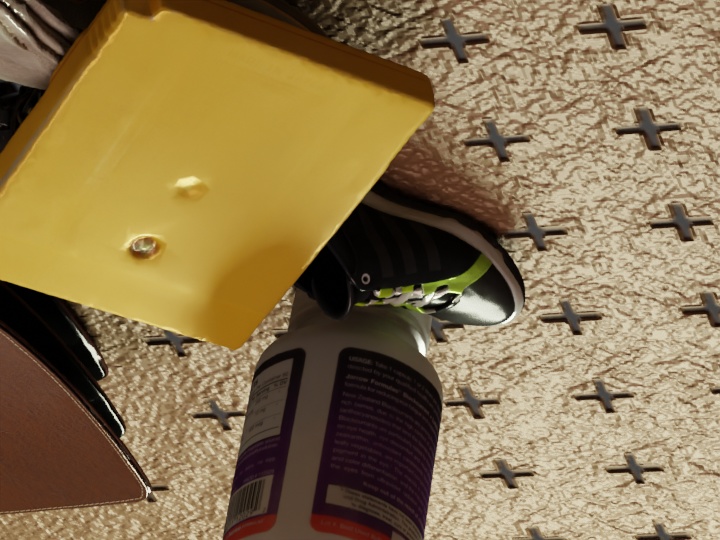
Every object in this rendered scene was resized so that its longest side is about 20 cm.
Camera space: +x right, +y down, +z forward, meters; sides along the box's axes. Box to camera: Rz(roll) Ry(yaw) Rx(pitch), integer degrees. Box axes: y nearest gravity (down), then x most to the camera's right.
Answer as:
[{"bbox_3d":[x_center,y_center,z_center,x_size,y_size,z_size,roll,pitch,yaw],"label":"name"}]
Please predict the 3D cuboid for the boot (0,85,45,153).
[{"bbox_3d":[-0.200,-0.077,1.523,0.150,0.073,0.200,-18,141,36],"label":"boot"}]

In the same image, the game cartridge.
[{"bbox_3d":[-0.087,-0.052,1.444,0.176,0.033,0.200,18,129,-29],"label":"game cartridge"}]

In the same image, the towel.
[{"bbox_3d":[-0.235,-0.138,1.417,0.199,0.035,0.133,13,166,23],"label":"towel"}]

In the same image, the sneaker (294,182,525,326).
[{"bbox_3d":[0.000,0.000,1.576,0.200,0.083,0.072,27,143,-23],"label":"sneaker"}]

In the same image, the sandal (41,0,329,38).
[{"bbox_3d":[-0.110,-0.120,1.456,0.199,0.054,0.080,20,144,-15],"label":"sandal"}]

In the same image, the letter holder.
[{"bbox_3d":[-0.208,0.048,1.675,0.142,0.101,0.200,-6,143,27],"label":"letter holder"}]

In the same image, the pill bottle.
[{"bbox_3d":[-0.012,0.101,1.620,0.111,0.200,0.112,7,146,5],"label":"pill bottle"}]
